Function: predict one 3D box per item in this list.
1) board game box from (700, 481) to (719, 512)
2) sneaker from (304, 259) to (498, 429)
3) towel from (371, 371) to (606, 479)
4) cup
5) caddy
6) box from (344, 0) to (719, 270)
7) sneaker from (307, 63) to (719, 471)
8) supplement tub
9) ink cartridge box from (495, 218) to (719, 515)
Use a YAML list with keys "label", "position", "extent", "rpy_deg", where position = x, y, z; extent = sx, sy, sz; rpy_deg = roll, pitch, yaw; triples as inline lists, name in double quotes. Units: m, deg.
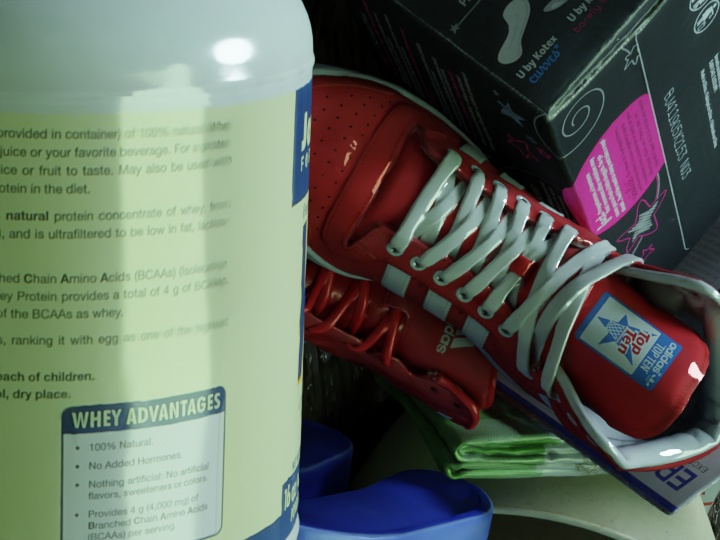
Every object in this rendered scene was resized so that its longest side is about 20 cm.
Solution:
- label: "board game box"
  position: [0.180, 0.041, 1.077]
  extent: [0.200, 0.046, 0.152]
  rpy_deg: [-79, -171, -61]
- label: "sneaker"
  position: [0.000, 0.000, 0.746]
  extent: [0.079, 0.115, 0.200]
  rpy_deg: [-66, 154, -1]
- label: "towel"
  position: [0.111, 0.056, 0.866]
  extent: [0.198, 0.149, 0.031]
  rpy_deg: [-1, 107, -15]
- label: "cup"
  position: [0.080, 0.119, 0.951]
  extent: [0.201, 0.199, 0.144]
  rpy_deg: [83, 13, -46]
- label: "caddy"
  position: [-0.035, 0.124, 0.755]
  extent: [0.200, 0.141, 0.106]
  rpy_deg: [2, 104, -62]
- label: "box"
  position: [0.087, -0.091, 0.747]
  extent: [0.132, 0.115, 0.200]
  rpy_deg: [-48, 155, -7]
- label: "sneaker"
  position: [0.050, 0.001, 0.672]
  extent: [0.200, 0.112, 0.071]
  rpy_deg: [34, 88, -30]
- label: "supplement tub"
  position: [-0.085, -0.011, 0.520]
  extent: [0.145, 0.144, 0.202]
  rpy_deg: [-21, 117, -56]
- label: "ink cartridge box"
  position: [0.156, 0.019, 0.815]
  extent: [0.199, 0.197, 0.047]
  rpy_deg: [-36, 119, -11]
